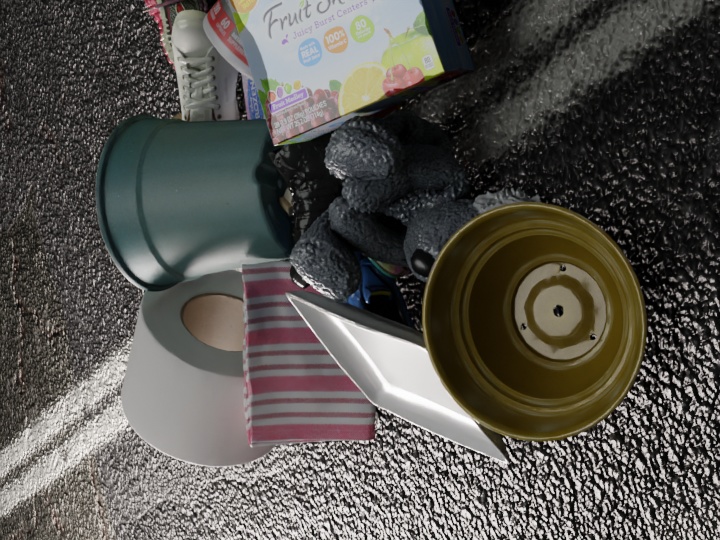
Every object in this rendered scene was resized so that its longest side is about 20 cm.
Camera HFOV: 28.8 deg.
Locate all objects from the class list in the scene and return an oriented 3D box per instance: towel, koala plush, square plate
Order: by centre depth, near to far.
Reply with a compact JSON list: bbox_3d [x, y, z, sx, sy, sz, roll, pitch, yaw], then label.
[{"bbox_3d":[0.074,-0.040,1.313,0.199,0.183,0.178,33,123,23],"label":"koala plush"},{"bbox_3d":[0.041,0.098,1.366,0.197,0.029,0.200,19,155,43],"label":"square plate"},{"bbox_3d":[-0.054,0.089,1.516,0.030,0.145,0.202,-130,38,-78],"label":"towel"}]

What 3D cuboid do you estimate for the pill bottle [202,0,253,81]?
[{"bbox_3d":[-0.058,-0.290,1.416,0.200,0.114,0.114,-48,54,19],"label":"pill bottle"}]

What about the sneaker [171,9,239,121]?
[{"bbox_3d":[-0.177,-0.208,1.638,0.201,0.072,0.085,78,-166,-48],"label":"sneaker"}]

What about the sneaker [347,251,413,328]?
[{"bbox_3d":[0.000,0.000,1.456,0.201,0.066,0.078,62,162,12],"label":"sneaker"}]

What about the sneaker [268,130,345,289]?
[{"bbox_3d":[-0.050,-0.090,1.402,0.104,0.060,0.201,30,107,7],"label":"sneaker"}]

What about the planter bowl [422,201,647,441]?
[{"bbox_3d":[0.159,0.039,1.210,0.199,0.083,0.202,3,98,26],"label":"planter bowl"}]

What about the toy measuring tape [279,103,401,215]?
[{"bbox_3d":[-0.011,-0.140,1.448,0.074,0.073,0.201,46,113,41],"label":"toy measuring tape"}]

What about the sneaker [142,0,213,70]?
[{"bbox_3d":[-0.208,-0.302,1.729,0.074,0.081,0.201,-32,76,19],"label":"sneaker"}]

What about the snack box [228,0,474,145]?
[{"bbox_3d":[-0.014,-0.227,1.292,0.199,0.068,0.170,-18,89,32],"label":"snack box"}]

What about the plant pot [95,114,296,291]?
[{"bbox_3d":[-0.154,-0.083,1.546,0.195,0.200,0.202,-5,93,29],"label":"plant pot"}]

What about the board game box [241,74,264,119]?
[{"bbox_3d":[-0.073,-0.256,1.561,0.199,0.041,0.202,-12,85,56],"label":"board game box"}]

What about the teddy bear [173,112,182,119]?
[{"bbox_3d":[-0.215,-0.108,1.797,0.144,0.066,0.202,-7,84,47],"label":"teddy bear"}]

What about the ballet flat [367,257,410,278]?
[{"bbox_3d":[0.006,-0.085,1.465,0.071,0.069,0.201,-52,52,28],"label":"ballet flat"}]

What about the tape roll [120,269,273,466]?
[{"bbox_3d":[-0.170,0.110,1.638,0.203,0.201,0.140,50,134,39],"label":"tape roll"}]
